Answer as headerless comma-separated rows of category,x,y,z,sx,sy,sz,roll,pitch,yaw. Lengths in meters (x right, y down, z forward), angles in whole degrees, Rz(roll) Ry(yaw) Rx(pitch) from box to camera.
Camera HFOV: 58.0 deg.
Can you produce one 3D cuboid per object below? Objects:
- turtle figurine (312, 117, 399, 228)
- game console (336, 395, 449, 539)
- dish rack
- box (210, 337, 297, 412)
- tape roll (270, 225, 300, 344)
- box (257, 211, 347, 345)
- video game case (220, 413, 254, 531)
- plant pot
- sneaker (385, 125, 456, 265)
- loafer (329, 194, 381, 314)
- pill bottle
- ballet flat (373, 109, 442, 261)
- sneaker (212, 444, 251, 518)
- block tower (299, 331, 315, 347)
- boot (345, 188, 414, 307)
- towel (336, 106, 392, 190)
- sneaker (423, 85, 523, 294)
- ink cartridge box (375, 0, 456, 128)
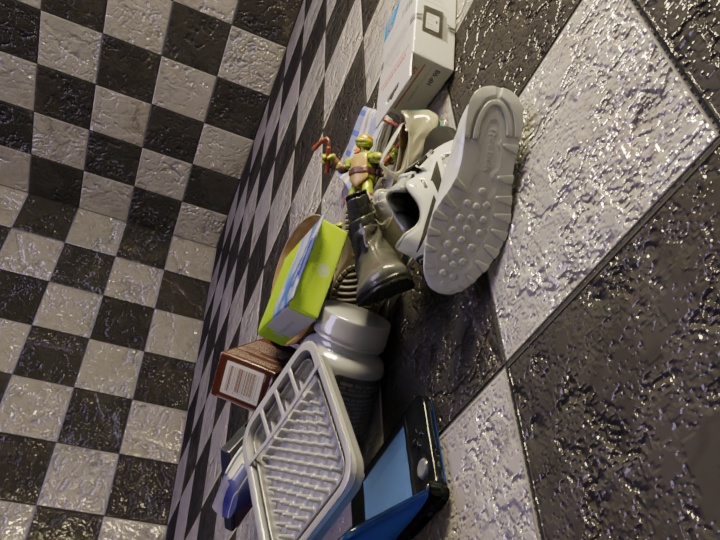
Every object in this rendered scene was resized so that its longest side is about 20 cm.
turtle figurine,-0.005,-0.146,1.025,0.196,0.064,0.167,0,80,38
game console,-0.006,0.240,0.650,0.173,0.115,0.203,-96,28,-49
dish rack,-0.061,0.199,0.701,0.173,0.043,0.202,-54,33,20
box,-0.160,0.170,1.079,0.200,0.097,0.077,-10,-63,-77
tape roll,-0.100,0.029,1.168,0.199,0.083,0.206,-164,89,-73
box,-0.077,0.017,0.852,0.200,0.047,0.125,-38,30,64
video game case,-0.144,0.267,0.979,0.200,0.018,0.147,-44,-37,-56
plant pot,-0.084,0.016,0.998,0.199,0.027,0.206,-35,47,49
sneaker,0.073,-0.097,0.733,0.075,0.086,0.205,125,155,-48
loafer,0.000,0.000,0.907,0.068,0.073,0.207,48,-129,-83
pill bottle,-0.034,0.150,0.817,0.114,0.111,0.206,-139,65,-70
ballet flat,0.049,-0.112,0.850,0.069,0.068,0.206,-162,86,-72
sneaker,-0.101,0.274,0.890,0.198,0.113,0.082,-30,-32,-60
block tower,-0.048,0.066,1.026,0.058,0.053,0.206,-137,64,-71
boot,0.008,-0.031,0.758,0.200,0.066,0.135,122,130,-87
towel,0.004,-0.209,1.140,0.201,0.023,0.151,-122,50,-67
sneaker,0.109,-0.075,0.648,0.080,0.074,0.206,180,109,-83
ink cartridge box,0.078,-0.297,0.908,0.116,0.065,0.206,135,146,-57
